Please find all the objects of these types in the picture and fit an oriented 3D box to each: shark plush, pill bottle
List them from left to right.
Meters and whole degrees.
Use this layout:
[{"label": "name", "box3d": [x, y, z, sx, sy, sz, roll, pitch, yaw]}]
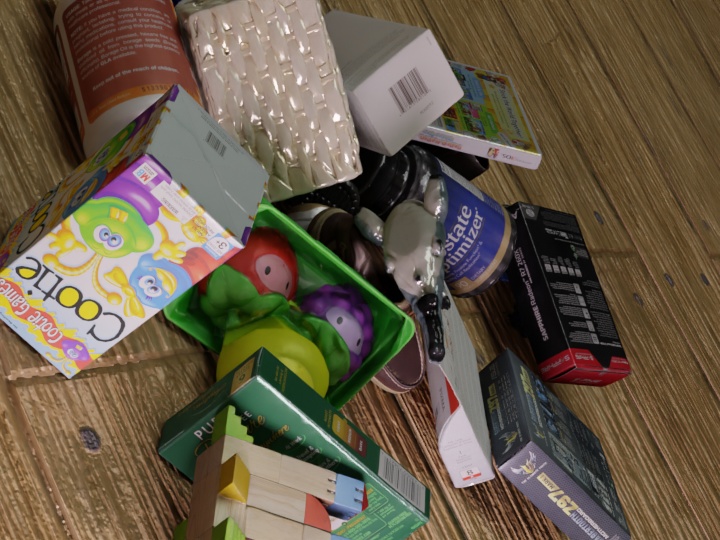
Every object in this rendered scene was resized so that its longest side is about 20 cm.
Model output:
[{"label": "pill bottle", "box3d": [-0.209, -0.191, 1.495, 0.112, 0.112, 0.202, 16, 47, -48]}, {"label": "pill bottle", "box3d": [0.063, -0.062, 1.765, 0.199, 0.111, 0.113, 32, 36, -34]}, {"label": "shark plush", "box3d": [0.067, -0.001, 1.494, 0.084, 0.090, 0.201, 57, 6, -40]}]

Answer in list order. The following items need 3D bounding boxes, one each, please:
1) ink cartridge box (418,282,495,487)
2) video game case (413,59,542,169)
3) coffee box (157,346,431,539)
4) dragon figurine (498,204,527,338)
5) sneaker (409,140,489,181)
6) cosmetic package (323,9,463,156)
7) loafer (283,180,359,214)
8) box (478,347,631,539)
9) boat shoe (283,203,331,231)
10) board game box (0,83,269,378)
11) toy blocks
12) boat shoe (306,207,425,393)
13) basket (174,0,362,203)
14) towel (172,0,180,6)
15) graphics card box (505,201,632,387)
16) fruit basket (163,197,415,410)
[{"label": "ink cartridge box", "box3d": [0.075, 0.089, 1.615, 0.201, 0.050, 0.164, 60, 18, -47]}, {"label": "video game case", "box3d": [0.093, -0.182, 1.823, 0.180, 0.023, 0.201, 13, 28, -14]}, {"label": "coffee box", "box3d": [-0.051, 0.161, 1.356, 0.200, 0.123, 0.044, 40, 30, -21]}, {"label": "dragon figurine", "box3d": [0.187, -0.014, 1.952, 0.099, 0.059, 0.202, 18, 47, -48]}, {"label": "sneaker", "box3d": [0.062, -0.169, 1.867, 0.201, 0.106, 0.075, 58, 29, 6]}, {"label": "cosmetic package", "box3d": [0.000, -0.193, 1.696, 0.085, 0.107, 0.200, 58, -16, -27]}, {"label": "loafer", "box3d": [-0.089, -0.117, 1.657, 0.200, 0.073, 0.071, 43, 6, -21]}, {"label": "box", "box3d": [0.194, 0.186, 1.721, 0.158, 0.051, 0.200, 45, 15, -20]}, {"label": "boat shoe", "box3d": [0.000, 0.000, 1.662, 0.199, 0.070, 0.070, 23, 62, -36]}, {"label": "board game box", "box3d": [-0.180, -0.027, 1.277, 0.105, 0.199, 0.103, 43, 31, -20]}, {"label": "toy blocks", "box3d": [-0.063, 0.220, 1.272, 0.136, 0.100, 0.202, 22, 54, -23]}, {"label": "boat shoe", "box3d": [0.018, 0.033, 1.591, 0.072, 0.072, 0.202, -35, 113, -29]}, {"label": "basket", "box3d": [-0.081, -0.163, 1.541, 0.123, 0.134, 0.202, -130, -156, -76]}, {"label": "towel", "box3d": [-0.152, -0.306, 1.772, 0.148, 0.050, 0.200, 46, 30, -1]}, {"label": "graphics card box", "box3d": [0.220, 0.028, 1.862, 0.125, 0.051, 0.202, 8, 59, -51]}, {"label": "fruit basket", "box3d": [-0.064, 0.054, 1.443, 0.215, 0.156, 0.216, 42, 14, -13]}]
